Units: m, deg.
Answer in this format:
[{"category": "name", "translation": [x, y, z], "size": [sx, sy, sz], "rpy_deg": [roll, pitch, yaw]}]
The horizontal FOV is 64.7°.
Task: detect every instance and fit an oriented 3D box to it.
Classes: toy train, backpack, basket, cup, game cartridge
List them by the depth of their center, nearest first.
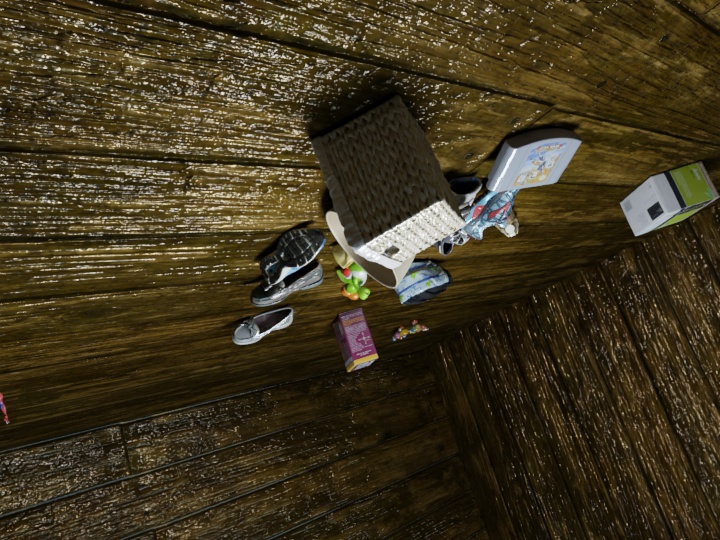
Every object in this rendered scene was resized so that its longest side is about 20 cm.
[{"category": "basket", "translation": [0.051, -0.132, 0.917], "size": [0.159, 0.203, 0.198], "rpy_deg": [-26, 164, 16]}, {"category": "cup", "translation": [0.049, -0.087, 1.133], "size": [0.143, 0.200, 0.201], "rpy_deg": [-43, 170, -14]}, {"category": "game cartridge", "translation": [0.367, -0.233, 1.193], "size": [0.197, 0.042, 0.134], "rpy_deg": [-12, 148, -25]}, {"category": "backpack", "translation": [0.183, 0.041, 1.807], "size": [0.162, 0.156, 0.200], "rpy_deg": [-26, -175, 31]}, {"category": "toy train", "translation": [0.243, 0.302, 2.898], "size": [0.197, 0.057, 0.150], "rpy_deg": [-21, 166, 15]}]

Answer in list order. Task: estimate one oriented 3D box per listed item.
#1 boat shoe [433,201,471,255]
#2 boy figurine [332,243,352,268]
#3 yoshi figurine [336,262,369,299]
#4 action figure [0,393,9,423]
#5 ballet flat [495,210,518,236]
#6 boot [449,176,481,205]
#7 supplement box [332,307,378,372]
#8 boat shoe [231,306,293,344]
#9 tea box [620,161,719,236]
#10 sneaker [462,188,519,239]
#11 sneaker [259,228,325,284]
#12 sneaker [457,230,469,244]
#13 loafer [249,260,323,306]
[{"category": "boat shoe", "translation": [0.208, -0.090, 1.261], "size": [0.072, 0.063, 0.200], "rpy_deg": [-25, 168, -16]}, {"category": "boy figurine", "translation": [0.030, -0.063, 1.380], "size": [0.197, 0.065, 0.124], "rpy_deg": [-18, 168, -17]}, {"category": "yoshi figurine", "translation": [0.013, 0.008, 1.540], "size": [0.111, 0.113, 0.200], "rpy_deg": [-30, 167, -23]}, {"category": "action figure", "translation": [-1.043, 0.403, 1.591], "size": [0.065, 0.100, 0.199], "rpy_deg": [-4, 156, -47]}, {"category": "ballet flat", "translation": [0.417, -0.130, 1.619], "size": [0.070, 0.066, 0.199], "rpy_deg": [-25, 164, 20]}, {"category": "boot", "translation": [0.173, -0.156, 1.248], "size": [0.197, 0.074, 0.096], "rpy_deg": [-23, 161, -23]}, {"category": "supplement box", "translation": [-0.022, 0.266, 2.163], "size": [0.101, 0.203, 0.131], "rpy_deg": [-14, 164, -19]}, {"category": "boat shoe", "translation": [-0.298, 0.163, 1.733], "size": [0.199, 0.075, 0.065], "rpy_deg": [-18, 159, -20]}, {"category": "tea box", "translation": [1.007, -0.232, 1.865], "size": [0.193, 0.136, 0.200], "rpy_deg": [-16, 165, -9]}, {"category": "sneaker", "translation": [0.321, -0.149, 1.323], "size": [0.199, 0.096, 0.079], "rpy_deg": [-40, -174, 29]}, {"category": "sneaker", "translation": [-0.142, -0.043, 1.259], "size": [0.199, 0.079, 0.090], "rpy_deg": [-29, -179, 42]}, {"category": "sneaker", "translation": [0.259, -0.113, 1.419], "size": [0.197, 0.101, 0.075], "rpy_deg": [-14, 162, -26]}, {"category": "loafer", "translation": [-0.187, 0.025, 1.432], "size": [0.197, 0.072, 0.063], "rpy_deg": [-21, 147, -20]}]
